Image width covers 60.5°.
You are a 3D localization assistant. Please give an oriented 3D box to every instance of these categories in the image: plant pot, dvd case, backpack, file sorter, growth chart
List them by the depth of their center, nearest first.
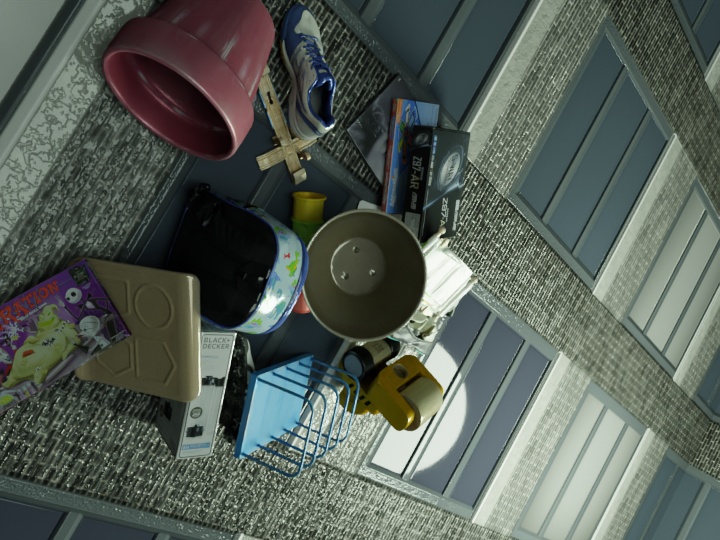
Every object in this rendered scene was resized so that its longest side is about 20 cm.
[{"bbox_3d":[-0.208,-0.279,0.818,0.200,0.198,0.181,44,62,-37],"label":"plant pot"},{"bbox_3d":[-0.173,-0.003,0.912,0.146,0.198,0.186,24,89,-57],"label":"backpack"},{"bbox_3d":[-0.098,0.241,1.041,0.199,0.120,0.142,-7,112,-68],"label":"file sorter"},{"bbox_3d":[0.070,-0.230,1.135,0.149,0.016,0.201,-48,127,-15],"label":"dvd case"},{"bbox_3d":[0.141,0.019,1.160,0.144,0.018,0.200,-39,136,7],"label":"growth chart"}]

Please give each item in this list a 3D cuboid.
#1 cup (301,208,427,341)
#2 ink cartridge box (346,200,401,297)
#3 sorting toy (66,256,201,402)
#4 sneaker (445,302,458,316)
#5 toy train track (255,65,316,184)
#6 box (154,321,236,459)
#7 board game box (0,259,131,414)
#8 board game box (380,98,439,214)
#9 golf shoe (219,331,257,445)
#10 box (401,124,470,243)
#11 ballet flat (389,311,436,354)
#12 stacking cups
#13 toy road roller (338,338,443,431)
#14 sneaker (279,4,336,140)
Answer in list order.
[{"bbox_3d":[0.000,0.000,1.011,0.195,0.143,0.205,-1,97,-5],"label":"cup"},{"bbox_3d":[0.027,-0.014,1.140,0.114,0.066,0.204,13,96,-38],"label":"ink cartridge box"},{"bbox_3d":[-0.316,0.081,0.874,0.036,0.195,0.190,-47,142,-70],"label":"sorting toy"},{"bbox_3d":[0.148,0.007,1.236,0.089,0.074,0.200,-55,137,-9],"label":"sneaker"},{"bbox_3d":[-0.125,-0.232,0.980,0.114,0.032,0.203,-33,120,-24],"label":"toy train track"},{"bbox_3d":[-0.259,0.171,0.958,0.059,0.116,0.205,6,100,-36],"label":"box"},{"bbox_3d":[-0.423,0.088,0.818,0.198,0.032,0.121,-32,93,-12],"label":"board game box"},{"bbox_3d":[0.091,-0.206,1.135,0.101,0.019,0.205,-4,106,-38],"label":"board game box"},{"bbox_3d":[-0.195,0.194,1.051,0.094,0.077,0.205,-20,117,-52],"label":"golf shoe"},{"bbox_3d":[0.139,-0.159,1.140,0.159,0.043,0.205,-11,111,-56],"label":"box"},{"bbox_3d":[0.105,0.112,1.162,0.199,0.072,0.074,31,86,-56],"label":"ballet flat"},{"bbox_3d":[-0.093,-0.030,1.058,0.059,0.060,0.205,-8,113,-33],"label":"stacking cups"},{"bbox_3d":[0.042,0.225,1.155,0.122,0.200,0.147,-23,150,-48],"label":"toy road roller"},{"bbox_3d":[-0.070,-0.307,0.948,0.074,0.087,0.205,-12,100,-38],"label":"sneaker"}]
